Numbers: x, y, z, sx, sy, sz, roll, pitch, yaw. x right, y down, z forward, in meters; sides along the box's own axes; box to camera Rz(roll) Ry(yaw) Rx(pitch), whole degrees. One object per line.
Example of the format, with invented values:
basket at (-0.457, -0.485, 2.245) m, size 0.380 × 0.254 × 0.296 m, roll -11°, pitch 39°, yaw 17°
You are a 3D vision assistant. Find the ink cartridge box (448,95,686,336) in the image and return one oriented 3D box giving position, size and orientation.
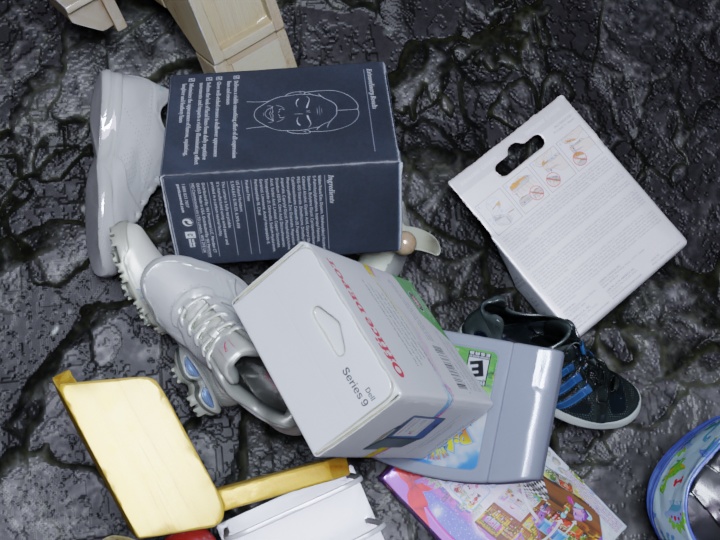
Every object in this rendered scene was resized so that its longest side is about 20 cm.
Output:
ink cartridge box at (0.206, -0.052, 0.986) m, size 0.161 × 0.050 × 0.200 m, roll -38°, pitch 82°, yaw -12°

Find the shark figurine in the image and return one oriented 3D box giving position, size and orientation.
shark figurine at (-0.002, 0.018, 0.931) m, size 0.128 × 0.090 × 0.214 m, roll 30°, pitch 65°, yaw 33°

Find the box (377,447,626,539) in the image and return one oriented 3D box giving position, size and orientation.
box at (0.134, 0.220, 0.925) m, size 0.137 × 0.039 × 0.200 m, roll -43°, pitch 87°, yaw -13°

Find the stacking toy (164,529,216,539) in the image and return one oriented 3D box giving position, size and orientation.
stacking toy at (-0.134, 0.324, 0.849) m, size 0.085 × 0.085 × 0.200 m, roll -13°, pitch 80°, yaw -10°

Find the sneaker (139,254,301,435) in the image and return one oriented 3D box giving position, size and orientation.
sneaker at (-0.106, 0.055, 0.797) m, size 0.200 × 0.099 × 0.078 m, roll 40°, pitch 88°, yaw 7°

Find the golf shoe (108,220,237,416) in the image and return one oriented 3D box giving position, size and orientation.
golf shoe at (-0.150, 0.030, 0.886) m, size 0.097 × 0.078 × 0.200 m, roll -29°, pitch 106°, yaw 1°

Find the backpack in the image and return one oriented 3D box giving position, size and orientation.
backpack at (0.370, 0.233, 0.898) m, size 0.183 × 0.147 × 0.200 m, roll -40°, pitch 90°, yaw -12°

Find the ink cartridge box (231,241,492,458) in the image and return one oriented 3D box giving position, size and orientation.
ink cartridge box at (0.007, 0.071, 0.790) m, size 0.087 × 0.200 × 0.145 m, roll -39°, pitch 66°, yaw 14°

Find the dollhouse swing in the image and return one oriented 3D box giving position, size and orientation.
dollhouse swing at (-0.137, 0.138, 0.826) m, size 0.176 × 0.200 × 0.182 m, roll -28°, pitch 84°, yaw -18°

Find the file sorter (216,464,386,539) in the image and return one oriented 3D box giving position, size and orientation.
file sorter at (-0.025, 0.290, 0.848) m, size 0.139 × 0.125 × 0.200 m, roll -22°, pitch 82°, yaw -11°

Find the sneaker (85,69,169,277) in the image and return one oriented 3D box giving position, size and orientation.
sneaker at (-0.214, -0.091, 0.929) m, size 0.088 × 0.075 × 0.200 m, roll 6°, pitch 81°, yaw -27°

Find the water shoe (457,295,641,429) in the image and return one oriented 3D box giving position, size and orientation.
water shoe at (0.190, 0.090, 0.921) m, size 0.200 × 0.079 × 0.072 m, roll 21°, pitch 45°, yaw -10°

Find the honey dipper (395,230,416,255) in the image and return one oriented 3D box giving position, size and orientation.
honey dipper at (-0.042, -0.047, 0.914) m, size 0.200 × 0.038 × 0.038 m, roll 16°, pitch 77°, yaw 21°

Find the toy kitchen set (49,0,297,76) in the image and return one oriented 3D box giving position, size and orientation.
toy kitchen set at (-0.188, -0.227, 0.952) m, size 0.163 × 0.180 × 0.200 m, roll -33°, pitch 45°, yaw -15°

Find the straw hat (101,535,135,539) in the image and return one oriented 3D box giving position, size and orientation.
straw hat at (-0.130, 0.288, 0.775) m, size 0.085 × 0.201 × 0.201 m, roll -19°, pitch 80°, yaw -50°

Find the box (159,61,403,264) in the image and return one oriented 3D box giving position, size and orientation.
box at (-0.068, -0.098, 0.869) m, size 0.200 × 0.107 × 0.148 m, roll -4°, pitch 45°, yaw -1°

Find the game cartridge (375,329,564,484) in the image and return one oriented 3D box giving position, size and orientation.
game cartridge at (0.075, 0.121, 0.879) m, size 0.200 × 0.040 × 0.133 m, roll 8°, pitch 84°, yaw 25°
